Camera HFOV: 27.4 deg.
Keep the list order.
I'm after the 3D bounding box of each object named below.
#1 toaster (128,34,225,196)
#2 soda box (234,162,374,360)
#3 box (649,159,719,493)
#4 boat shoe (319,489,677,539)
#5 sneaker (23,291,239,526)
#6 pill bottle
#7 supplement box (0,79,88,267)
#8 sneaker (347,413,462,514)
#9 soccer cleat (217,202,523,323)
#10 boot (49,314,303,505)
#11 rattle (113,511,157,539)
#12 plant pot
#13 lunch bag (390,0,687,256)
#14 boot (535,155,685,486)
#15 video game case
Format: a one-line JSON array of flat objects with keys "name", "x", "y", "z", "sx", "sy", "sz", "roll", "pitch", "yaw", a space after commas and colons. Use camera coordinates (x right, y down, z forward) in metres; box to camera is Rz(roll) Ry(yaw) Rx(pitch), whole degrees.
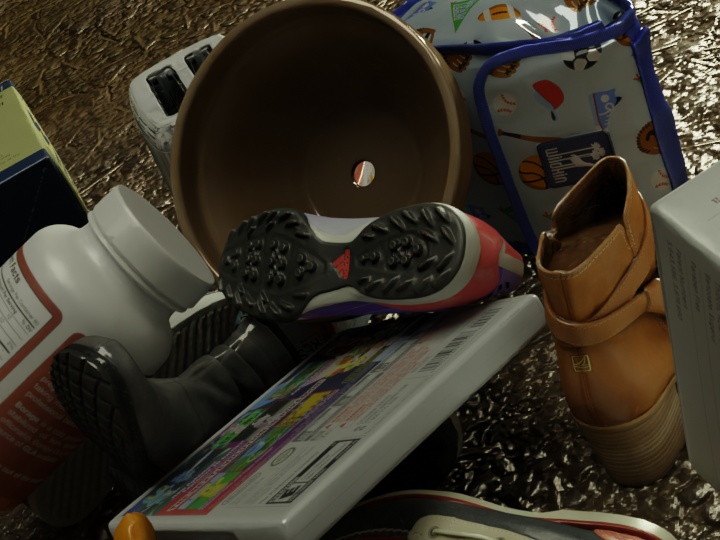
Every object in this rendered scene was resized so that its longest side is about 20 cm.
[{"name": "toaster", "x": -0.109, "y": -0.098, "z": 1.172, "sx": 0.113, "sy": 0.130, "sz": 0.200, "roll": -29, "pitch": 32, "yaw": -3}, {"name": "soda box", "x": -0.027, "y": -0.006, "z": 1.041, "sx": 0.068, "sy": 0.064, "sz": 0.200, "roll": -11, "pitch": 34, "yaw": 20}, {"name": "box", "x": 0.252, "y": 0.019, "z": 0.650, "sx": 0.198, "sy": 0.200, "sz": 0.131, "roll": -32, "pitch": 47, "yaw": -11}, {"name": "boat shoe", "x": 0.059, "y": 0.155, "z": 0.730, "sx": 0.199, "sy": 0.072, "sz": 0.063, "roll": -1, "pitch": 24, "yaw": 24}, {"name": "sneaker", "x": -0.163, "y": 0.079, "z": 1.002, "sx": 0.200, "sy": 0.079, "sz": 0.079, "roll": -43, "pitch": 41, "yaw": -21}, {"name": "pill bottle", "x": -0.188, "y": 0.046, "z": 0.900, "sx": 0.200, "sy": 0.112, "sz": 0.112, "roll": -43, "pitch": 31, "yaw": 5}, {"name": "supplement box", "x": -0.328, "y": -0.027, "z": 1.223, "sx": 0.199, "sy": 0.135, "sz": 0.200, "roll": -31, "pitch": 32, "yaw": -7}, {"name": "sneaker", "x": -0.028, "y": 0.129, "z": 0.818, "sx": 0.199, "sy": 0.067, "sz": 0.090, "roll": -28, "pitch": 2, "yaw": -5}, {"name": "soccer cleat", "x": 0.000, "y": 0.000, "z": 0.850, "sx": 0.199, "sy": 0.073, "sz": 0.069, "roll": -4, "pitch": 75, "yaw": 42}, {"name": "boot", "x": -0.100, "y": 0.066, "z": 0.868, "sx": 0.070, "sy": 0.200, "sz": 0.132, "roll": 37, "pitch": 68, "yaw": 25}, {"name": "rattle", "x": -0.178, "y": 0.212, "z": 0.770, "sx": 0.199, "sy": 0.143, "sz": 0.131, "roll": -7, "pitch": 55, "yaw": 18}, {"name": "plant pot", "x": -0.014, "y": -0.067, "z": 0.940, "sx": 0.200, "sy": 0.202, "sz": 0.093, "roll": -10, "pitch": -7, "yaw": 24}, {"name": "lunch bag", "x": 0.116, "y": -0.099, "z": 0.969, "sx": 0.199, "sy": 0.171, "sz": 0.124, "roll": 13, "pitch": 47, "yaw": 45}, {"name": "boot", "x": 0.155, "y": -0.002, "z": 0.814, "sx": 0.073, "sy": 0.155, "sz": 0.200, "roll": -7, "pitch": 37, "yaw": 27}, {"name": "video game case", "x": -0.019, "y": 0.083, "z": 0.790, "sx": 0.200, "sy": 0.023, "sz": 0.182, "roll": -39, "pitch": 15, "yaw": -34}]
